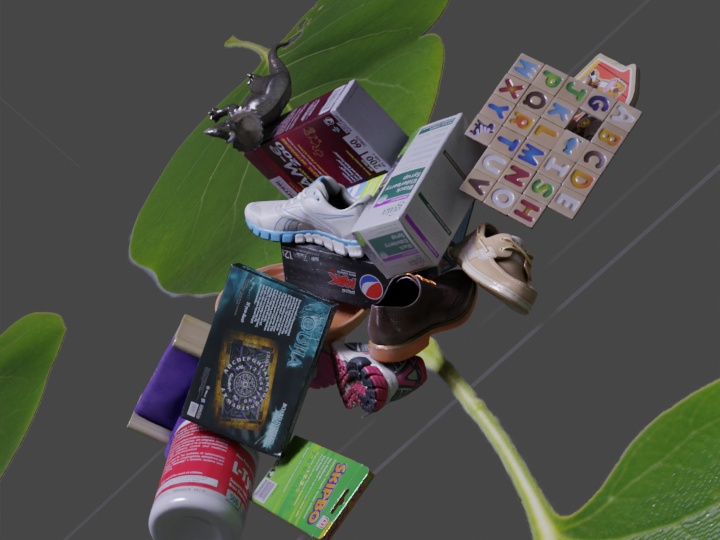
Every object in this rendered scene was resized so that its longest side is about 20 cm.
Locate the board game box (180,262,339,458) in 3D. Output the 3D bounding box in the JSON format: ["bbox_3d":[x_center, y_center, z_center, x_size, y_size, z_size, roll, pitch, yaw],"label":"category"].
[{"bbox_3d":[-0.121,0.108,1.556,0.028,0.135,0.200,-22,-47,-75],"label":"board game box"}]

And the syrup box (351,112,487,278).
[{"bbox_3d":[0.076,-0.089,1.552,0.079,0.081,0.200,-16,32,43],"label":"syrup box"}]

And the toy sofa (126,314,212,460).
[{"bbox_3d":[-0.251,0.166,1.809,0.200,0.083,0.098,-56,12,38],"label":"toy sofa"}]

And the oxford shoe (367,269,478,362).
[{"bbox_3d":[0.075,0.032,1.493,0.071,0.073,0.200,4,24,31],"label":"oxford shoe"}]

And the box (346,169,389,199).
[{"bbox_3d":[0.015,-0.076,1.697,0.200,0.101,0.113,-16,37,50],"label":"box"}]

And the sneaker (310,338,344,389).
[{"bbox_3d":[-0.089,0.115,1.712,0.200,0.081,0.088,-17,33,39],"label":"sneaker"}]

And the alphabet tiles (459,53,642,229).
[{"bbox_3d":[0.210,-0.149,1.548,0.200,0.167,0.008,-55,-18,-18],"label":"alphabet tiles"}]

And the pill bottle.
[{"bbox_3d":[-0.184,0.249,1.608,0.112,0.112,0.200,-33,27,29],"label":"pill bottle"}]

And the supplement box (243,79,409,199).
[{"bbox_3d":[-0.046,-0.158,1.667,0.200,0.109,0.061,-18,34,49],"label":"supplement box"}]

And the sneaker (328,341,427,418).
[{"bbox_3d":[0.016,0.122,1.533,0.075,0.081,0.200,-17,10,-16],"label":"sneaker"}]

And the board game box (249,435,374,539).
[{"bbox_3d":[-0.055,0.249,1.496,0.096,0.030,0.200,-54,21,-13],"label":"board game box"}]

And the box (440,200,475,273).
[{"bbox_3d":[0.054,-0.025,1.728,0.200,0.038,0.137,-27,30,38],"label":"box"}]

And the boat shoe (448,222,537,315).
[{"bbox_3d":[0.158,-0.011,1.486,0.069,0.074,0.200,-51,22,5],"label":"boat shoe"}]

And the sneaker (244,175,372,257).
[{"bbox_3d":[-0.058,-0.078,1.612,0.200,0.087,0.075,9,31,29],"label":"sneaker"}]

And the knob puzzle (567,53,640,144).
[{"bbox_3d":[0.267,-0.191,1.640,0.220,0.030,0.220,-37,25,21],"label":"knob puzzle"}]

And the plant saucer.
[{"bbox_3d":[-0.082,0.049,1.657,0.200,0.037,0.200,-5,28,2],"label":"plant saucer"}]

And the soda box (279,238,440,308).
[{"bbox_3d":[0.000,0.000,1.620,0.200,0.071,0.063,14,33,32],"label":"soda box"}]

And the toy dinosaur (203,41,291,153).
[{"bbox_3d":[-0.129,-0.214,1.697,0.102,0.077,0.200,7,48,49],"label":"toy dinosaur"}]
